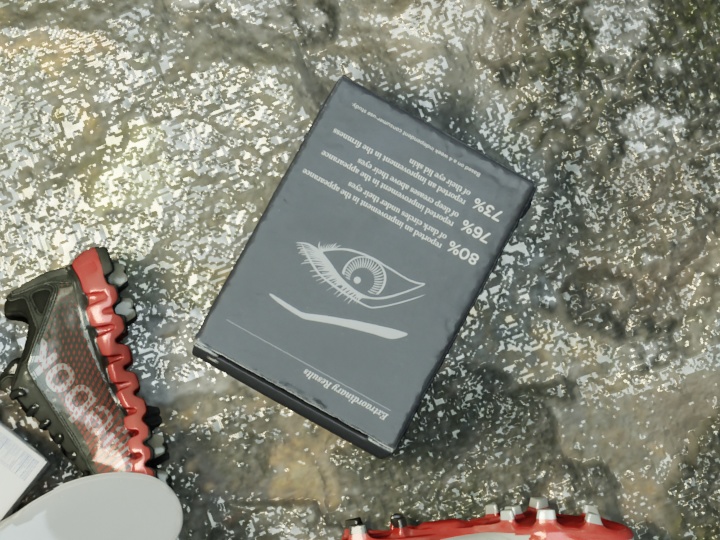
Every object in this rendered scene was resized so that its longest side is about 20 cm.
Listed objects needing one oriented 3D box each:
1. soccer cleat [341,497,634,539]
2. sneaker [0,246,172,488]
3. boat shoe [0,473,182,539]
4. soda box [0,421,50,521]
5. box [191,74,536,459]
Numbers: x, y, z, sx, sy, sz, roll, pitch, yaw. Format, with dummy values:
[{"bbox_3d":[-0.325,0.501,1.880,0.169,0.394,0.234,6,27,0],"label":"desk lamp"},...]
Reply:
[{"bbox_3d":[0.078,0.196,1.639,0.200,0.069,0.085,-5,93,-1],"label":"soccer cleat"},{"bbox_3d":[-0.178,0.090,1.626,0.098,0.071,0.201,-14,83,-6],"label":"sneaker"},{"bbox_3d":[-0.204,0.186,1.559,0.200,0.070,0.071,-29,86,-15],"label":"boat shoe"},{"bbox_3d":[-0.282,0.181,1.609,0.064,0.068,0.200,39,82,0],"label":"soda box"},{"bbox_3d":[0.000,0.000,1.630,0.148,0.104,0.200,30,83,-1],"label":"box"}]
